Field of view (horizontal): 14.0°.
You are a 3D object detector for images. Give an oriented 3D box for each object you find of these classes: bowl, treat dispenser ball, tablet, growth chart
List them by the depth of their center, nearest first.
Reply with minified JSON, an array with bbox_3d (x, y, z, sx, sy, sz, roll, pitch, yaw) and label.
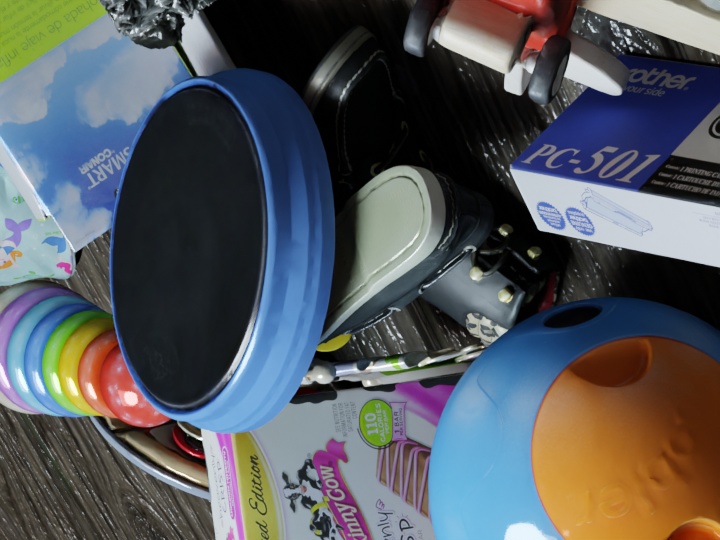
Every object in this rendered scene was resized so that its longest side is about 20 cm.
[{"bbox_3d":[0.136,0.115,1.578,0.200,0.201,0.201,35,153,21],"label":"treat dispenser ball"},{"bbox_3d":[-0.081,-0.012,1.618,0.200,0.039,0.202,-11,77,57],"label":"bowl"},{"bbox_3d":[-0.075,-0.093,1.715,0.201,0.014,0.130,60,171,14],"label":"tablet"},{"bbox_3d":[0.000,0.059,1.718,0.144,0.199,0.018,-11,84,41],"label":"growth chart"}]

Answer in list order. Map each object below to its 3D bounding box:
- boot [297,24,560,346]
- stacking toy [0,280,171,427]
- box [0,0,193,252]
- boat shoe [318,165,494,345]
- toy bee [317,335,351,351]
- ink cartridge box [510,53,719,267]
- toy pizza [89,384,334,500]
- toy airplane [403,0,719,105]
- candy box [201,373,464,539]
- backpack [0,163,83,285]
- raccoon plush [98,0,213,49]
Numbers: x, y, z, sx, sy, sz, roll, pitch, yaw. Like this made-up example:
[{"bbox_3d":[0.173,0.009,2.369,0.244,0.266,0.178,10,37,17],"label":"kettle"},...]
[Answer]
[{"bbox_3d":[0.041,-0.041,1.644,0.153,0.074,0.204,34,157,18],"label":"boot"},{"bbox_3d":[-0.164,0.059,1.786,0.086,0.085,0.200,56,161,-22],"label":"stacking toy"},{"bbox_3d":[-0.178,-0.125,1.717,0.201,0.122,0.048,57,168,-8],"label":"box"},{"bbox_3d":[0.000,-0.002,1.608,0.199,0.066,0.075,-38,60,44],"label":"boat shoe"},{"bbox_3d":[-0.064,0.016,1.790,0.130,0.109,0.200,15,150,-19],"label":"toy bee"},{"bbox_3d":[0.174,-0.049,1.399,0.199,0.094,0.044,14,141,49],"label":"ink cartridge box"},{"bbox_3d":[-0.087,0.085,1.920,0.200,0.200,0.032,34,121,23],"label":"toy pizza"},{"bbox_3d":[0.088,-0.151,1.363,0.199,0.142,0.199,18,-175,-35],"label":"toy airplane"},{"bbox_3d":[0.015,0.134,1.712,0.061,0.199,0.137,160,102,-69],"label":"candy box"},{"bbox_3d":[-0.241,-0.085,1.830,0.178,0.150,0.201,-130,28,-64],"label":"backpack"},{"bbox_3d":[-0.097,-0.217,1.620,0.097,0.133,0.201,55,-170,-55],"label":"raccoon plush"}]
